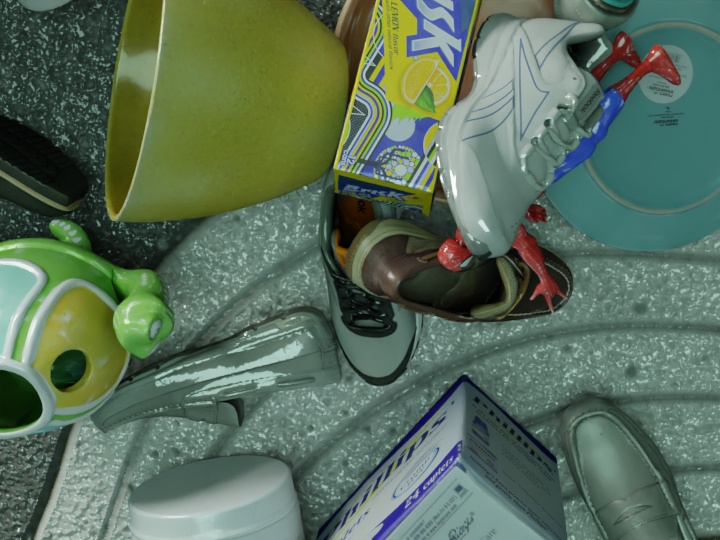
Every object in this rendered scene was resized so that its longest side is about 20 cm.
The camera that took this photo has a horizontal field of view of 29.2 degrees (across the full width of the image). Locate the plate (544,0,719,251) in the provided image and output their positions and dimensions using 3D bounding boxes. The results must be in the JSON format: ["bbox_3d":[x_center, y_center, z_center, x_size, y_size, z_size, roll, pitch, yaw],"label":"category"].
[{"bbox_3d":[0.216,-0.109,0.985,0.199,0.026,0.201,-2,104,-9],"label":"plate"}]

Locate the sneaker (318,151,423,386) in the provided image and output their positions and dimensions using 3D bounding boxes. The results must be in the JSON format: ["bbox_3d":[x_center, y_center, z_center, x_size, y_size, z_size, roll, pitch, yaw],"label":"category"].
[{"bbox_3d":[0.000,0.000,1.008,0.074,0.079,0.201,3,119,17],"label":"sneaker"}]

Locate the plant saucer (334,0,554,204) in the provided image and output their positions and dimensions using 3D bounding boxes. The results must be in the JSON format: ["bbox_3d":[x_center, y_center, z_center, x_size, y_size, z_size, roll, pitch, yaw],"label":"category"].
[{"bbox_3d":[0.078,-0.149,1.006,0.199,0.037,0.201,1,103,4],"label":"plant saucer"}]

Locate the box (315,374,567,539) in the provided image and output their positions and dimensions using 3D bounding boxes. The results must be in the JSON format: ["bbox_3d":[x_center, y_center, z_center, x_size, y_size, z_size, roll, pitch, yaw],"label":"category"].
[{"bbox_3d":[0.050,0.197,0.997,0.105,0.200,0.184,41,102,-3],"label":"box"}]

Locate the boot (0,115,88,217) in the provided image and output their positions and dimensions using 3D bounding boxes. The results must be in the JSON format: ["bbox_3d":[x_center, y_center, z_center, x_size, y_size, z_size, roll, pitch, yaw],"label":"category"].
[{"bbox_3d":[-0.315,-0.055,1.047,0.199,0.077,0.139,29,109,10],"label":"boot"}]

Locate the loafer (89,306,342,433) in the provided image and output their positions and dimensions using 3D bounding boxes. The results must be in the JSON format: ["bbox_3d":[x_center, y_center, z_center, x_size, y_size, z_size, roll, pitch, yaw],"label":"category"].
[{"bbox_3d":[-0.111,0.090,1.055,0.199,0.070,0.070,-20,93,9],"label":"loafer"}]

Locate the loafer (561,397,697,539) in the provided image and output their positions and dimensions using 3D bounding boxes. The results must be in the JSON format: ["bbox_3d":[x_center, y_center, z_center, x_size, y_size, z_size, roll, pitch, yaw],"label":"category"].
[{"bbox_3d":[0.214,0.188,1.040,0.070,0.070,0.201,-31,98,10],"label":"loafer"}]

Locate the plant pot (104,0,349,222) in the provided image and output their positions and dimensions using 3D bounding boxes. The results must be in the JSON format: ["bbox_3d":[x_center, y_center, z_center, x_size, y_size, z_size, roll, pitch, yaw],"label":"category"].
[{"bbox_3d":[-0.090,-0.124,0.962,0.141,0.200,0.201,7,103,-18],"label":"plant pot"}]

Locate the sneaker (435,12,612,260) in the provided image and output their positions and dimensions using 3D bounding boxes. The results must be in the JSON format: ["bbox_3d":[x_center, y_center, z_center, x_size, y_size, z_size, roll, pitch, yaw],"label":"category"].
[{"bbox_3d":[0.104,-0.093,0.868,0.087,0.201,0.075,-3,142,29],"label":"sneaker"}]

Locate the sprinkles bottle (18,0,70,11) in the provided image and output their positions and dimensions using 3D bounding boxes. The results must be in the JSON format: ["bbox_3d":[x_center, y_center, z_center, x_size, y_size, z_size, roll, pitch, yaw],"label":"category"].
[{"bbox_3d":[-0.254,-0.270,0.938,0.068,0.068,0.200,-21,138,9],"label":"sprinkles bottle"}]

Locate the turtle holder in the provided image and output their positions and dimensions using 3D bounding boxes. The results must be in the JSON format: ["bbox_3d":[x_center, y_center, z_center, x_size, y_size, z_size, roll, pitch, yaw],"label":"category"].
[{"bbox_3d":[-0.223,0.057,1.004,0.184,0.132,0.142,9,124,4],"label":"turtle holder"}]

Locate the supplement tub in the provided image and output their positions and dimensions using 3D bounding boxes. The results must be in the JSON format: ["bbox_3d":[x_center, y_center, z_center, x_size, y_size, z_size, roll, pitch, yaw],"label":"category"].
[{"bbox_3d":[-0.099,0.257,1.057,0.131,0.132,0.201,-8,100,6],"label":"supplement tub"}]

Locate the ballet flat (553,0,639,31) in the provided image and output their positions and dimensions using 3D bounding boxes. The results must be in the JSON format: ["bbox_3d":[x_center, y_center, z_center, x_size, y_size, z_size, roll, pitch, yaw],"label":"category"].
[{"bbox_3d":[0.166,-0.252,0.954,0.067,0.064,0.201,18,70,-18],"label":"ballet flat"}]

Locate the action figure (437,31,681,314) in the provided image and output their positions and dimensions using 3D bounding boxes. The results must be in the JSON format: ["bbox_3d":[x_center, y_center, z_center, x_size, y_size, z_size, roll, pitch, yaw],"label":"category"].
[{"bbox_3d":[0.138,-0.057,0.934,0.200,0.065,0.099,-42,125,-7],"label":"action figure"}]

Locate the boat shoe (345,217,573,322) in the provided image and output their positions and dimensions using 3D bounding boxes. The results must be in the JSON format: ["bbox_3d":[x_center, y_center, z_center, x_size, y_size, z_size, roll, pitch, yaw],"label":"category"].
[{"bbox_3d":[0.085,0.011,0.975,0.199,0.072,0.072,12,107,-39],"label":"boat shoe"}]

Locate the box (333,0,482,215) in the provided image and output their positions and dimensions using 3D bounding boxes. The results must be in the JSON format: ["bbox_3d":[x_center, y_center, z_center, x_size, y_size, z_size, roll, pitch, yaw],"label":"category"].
[{"bbox_3d":[0.037,-0.145,0.922,0.070,0.064,0.201,14,78,1],"label":"box"}]
